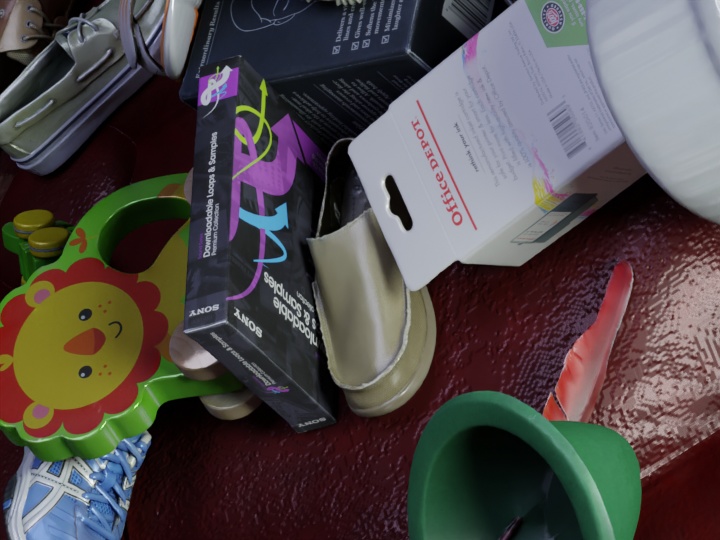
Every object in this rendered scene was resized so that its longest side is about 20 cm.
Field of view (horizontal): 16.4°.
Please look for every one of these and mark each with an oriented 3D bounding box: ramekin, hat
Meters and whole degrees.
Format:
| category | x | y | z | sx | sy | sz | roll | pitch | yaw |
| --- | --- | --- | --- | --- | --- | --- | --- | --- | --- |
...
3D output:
| category | x | y | z | sx | sy | sz | roll | pitch | yaw |
| --- | --- | --- | --- | --- | --- | --- | --- | --- | --- |
| ramekin | 0.214 | -0.121 | 1.381 | 0.098 | 0.200 | 0.201 | -25 | 49 | 38 |
| hat | 0.142 | 0.124 | 1.416 | 0.165 | 0.176 | 0.201 | 21 | 117 | 45 |

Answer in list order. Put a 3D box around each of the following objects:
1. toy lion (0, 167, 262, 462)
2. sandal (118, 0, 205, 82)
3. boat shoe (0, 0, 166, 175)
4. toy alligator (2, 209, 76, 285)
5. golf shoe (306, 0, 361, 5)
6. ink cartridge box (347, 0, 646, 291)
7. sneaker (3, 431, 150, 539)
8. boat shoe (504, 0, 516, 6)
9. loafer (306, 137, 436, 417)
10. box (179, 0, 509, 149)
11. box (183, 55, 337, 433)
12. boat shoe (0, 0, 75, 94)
| category | x | y | z | sx | sy | sz | roll | pitch | yaw |
| --- | --- | --- | --- | --- | --- | --- | --- | --- | --- |
| toy lion | -0.157 | 0.029 | 1.637 | 0.191 | 0.069 | 0.201 | -7 | 55 | 16 |
| sandal | -0.140 | -0.170 | 1.742 | 0.059 | 0.207 | 0.080 | 13 | 88 | 0 |
| boat shoe | -0.200 | -0.159 | 1.870 | 0.200 | 0.062 | 0.072 | -50 | 42 | 3 |
| toy alligator | -0.203 | 0.002 | 1.769 | 0.054 | 0.060 | 0.200 | -14 | 25 | -19 |
| golf shoe | -0.046 | -0.230 | 1.613 | 0.199 | 0.079 | 0.097 | 15 | 38 | 27 |
| ink cartridge box | 0.096 | -0.081 | 1.513 | 0.200 | 0.067 | 0.118 | -37 | 66 | 32 |
| sneaker | -0.183 | 0.132 | 1.646 | 0.077 | 0.076 | 0.201 | -30 | 48 | 29 |
| boat shoe | 0.139 | -0.150 | 1.558 | 0.072 | 0.068 | 0.200 | -43 | 47 | 9 |
| loafer | 0.000 | 0.000 | 1.584 | 0.076 | 0.067 | 0.201 | -26 | 49 | 28 |
| box | -0.002 | -0.167 | 1.665 | 0.199 | 0.107 | 0.149 | -7 | 60 | 38 |
| box | -0.058 | -0.016 | 1.591 | 0.036 | 0.143 | 0.201 | -13 | 56 | 25 |
| boat shoe | -0.262 | -0.178 | 1.939 | 0.074 | 0.076 | 0.200 | 39 | 101 | 43 |
